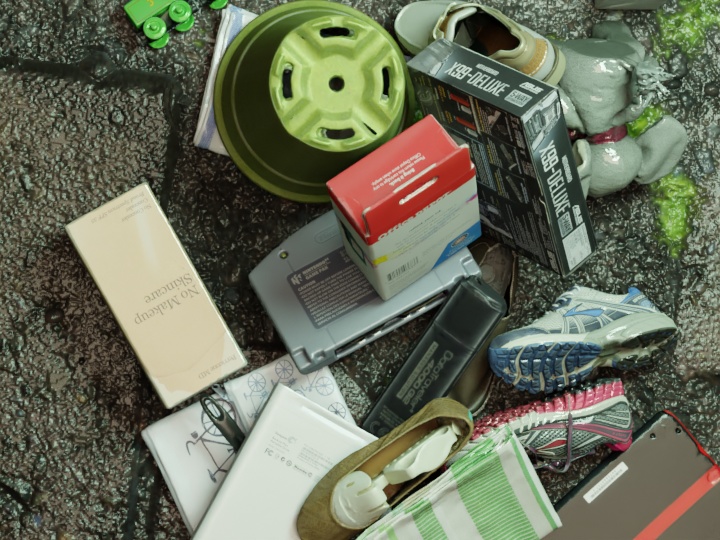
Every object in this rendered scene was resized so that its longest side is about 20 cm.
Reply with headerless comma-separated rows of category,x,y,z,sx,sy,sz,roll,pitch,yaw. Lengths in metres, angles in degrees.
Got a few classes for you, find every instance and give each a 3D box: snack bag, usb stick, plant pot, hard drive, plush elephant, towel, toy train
snack bag,-0.094,0.192,1.758,0.200,0.021,0.189,-24,91,-7
usb stick,0.070,0.093,1.734,0.055,0.033,0.200,37,111,8
plant pot,-0.032,-0.164,1.676,0.200,0.190,0.200,0,91,-8
hard drive,-0.071,0.225,1.706,0.132,0.027,0.200,30,81,-10
plush elephant,0.227,-0.144,1.749,0.165,0.200,0.155,-9,116,-27
towel,0.090,0.255,1.720,0.200,0.023,0.153,-36,127,-9
toy train,-0.143,-0.290,1.768,0.200,0.042,0.056,-35,81,-7
towel,-0.056,-0.168,1.779,0.200,0.024,0.147,15,86,-6

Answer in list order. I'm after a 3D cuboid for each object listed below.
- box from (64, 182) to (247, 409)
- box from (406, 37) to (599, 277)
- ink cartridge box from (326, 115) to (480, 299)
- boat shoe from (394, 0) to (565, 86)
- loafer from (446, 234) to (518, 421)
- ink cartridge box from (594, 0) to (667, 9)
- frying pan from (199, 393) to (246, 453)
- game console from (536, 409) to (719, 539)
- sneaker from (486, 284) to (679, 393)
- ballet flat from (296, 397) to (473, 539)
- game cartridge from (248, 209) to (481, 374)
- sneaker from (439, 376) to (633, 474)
box,-0.195,0.026,1.725,0.095,0.078,0.200,-31,91,-8
box,0.132,-0.104,1.676,0.050,0.158,0.200,-39,133,-20
ink cartridge box,0.040,-0.062,1.628,0.116,0.200,0.067,-34,68,-8
boat shoe,0.103,-0.226,1.717,0.068,0.200,0.075,32,82,-49
loafer,0.109,0.054,1.762,0.073,0.071,0.200,11,86,-6
ink cartridge box,0.273,-0.366,1.779,0.067,0.116,0.200,0,88,-6
frying pan,-0.097,0.211,1.728,0.190,0.031,0.115,29,82,-6
game console,0.290,0.266,1.798,0.200,0.031,0.177,-41,86,-8
sneaker,0.207,0.061,1.766,0.200,0.077,0.085,-7,48,-24
ballet flat,0.028,0.191,1.680,0.200,0.072,0.068,-34,100,-13
game cartridge,0.000,0.000,1.745,0.200,0.041,0.133,-28,69,-5
sneaker,0.173,0.166,1.760,0.200,0.081,0.075,-17,91,-7
